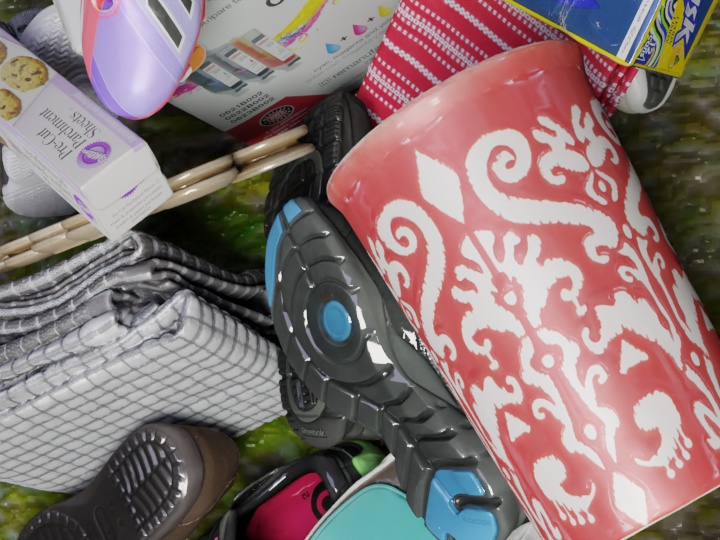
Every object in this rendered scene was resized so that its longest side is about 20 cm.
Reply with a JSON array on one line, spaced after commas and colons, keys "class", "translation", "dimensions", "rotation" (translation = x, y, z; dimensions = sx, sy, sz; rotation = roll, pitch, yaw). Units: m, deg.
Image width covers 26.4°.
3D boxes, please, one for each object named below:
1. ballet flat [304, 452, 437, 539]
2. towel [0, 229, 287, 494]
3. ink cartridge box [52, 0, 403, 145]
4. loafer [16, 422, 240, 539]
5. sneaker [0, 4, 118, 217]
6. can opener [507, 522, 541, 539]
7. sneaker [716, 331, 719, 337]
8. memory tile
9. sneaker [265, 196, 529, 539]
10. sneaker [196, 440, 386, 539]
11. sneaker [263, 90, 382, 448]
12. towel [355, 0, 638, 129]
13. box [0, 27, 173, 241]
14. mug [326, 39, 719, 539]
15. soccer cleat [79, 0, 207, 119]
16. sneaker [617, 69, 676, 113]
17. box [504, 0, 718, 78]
[{"class": "ballet flat", "translation": [0.033, 0.121, 0.808], "dimensions": [0.069, 0.069, 0.201], "rotation": [33, 81, 28]}, {"class": "towel", "translation": [-0.144, 0.052, 0.869], "dimensions": [0.199, 0.165, 0.086], "rotation": [-26, 64, 19]}, {"class": "ink cartridge box", "translation": [-0.074, -0.185, 0.861], "dimensions": [0.144, 0.200, 0.146], "rotation": [-30, 68, 18]}, {"class": "loafer", "translation": [-0.133, 0.155, 0.891], "dimensions": [0.200, 0.071, 0.074], "rotation": [-40, 66, 37]}, {"class": "sneaker", "translation": [-0.191, -0.124, 0.932], "dimensions": [0.075, 0.200, 0.115], "rotation": [-5, 63, -19]}, {"class": "can opener", "translation": [0.112, 0.113, 0.796], "dimensions": [0.201, 0.066, 0.053], "rotation": [-56, 27, 3]}, {"class": "sneaker", "translation": [0.242, 0.091, 0.701], "dimensions": [0.060, 0.104, 0.200], "rotation": [-43, 64, 11]}, {"class": "memory tile", "translation": [-0.125, -0.036, 0.857], "dimensions": [0.199, 0.152, 0.017], "rotation": [-14, 100, 57]}, {"class": "sneaker", "translation": [0.025, 0.045, 0.764], "dimensions": [0.201, 0.081, 0.073], "rotation": [55, 136, 15]}, {"class": "sneaker", "translation": [-0.069, 0.162, 0.853], "dimensions": [0.200, 0.084, 0.077], "rotation": [-46, 63, 11]}, {"class": "sneaker", "translation": [0.000, 0.000, 0.852], "dimensions": [0.076, 0.090, 0.202], "rotation": [-21, 66, 54]}, {"class": "towel", "translation": [0.063, -0.096, 0.821], "dimensions": [0.145, 0.022, 0.201], "rotation": [46, 129, 24]}, {"class": "box", "translation": [-0.167, -0.081, 0.778], "dimensions": [0.041, 0.039, 0.200], "rotation": [-39, 47, -14]}, {"class": "mug", "translation": [0.103, 0.014, 0.698], "dimensions": [0.133, 0.177, 0.201], "rotation": [-41, 72, 43]}, {"class": "soccer cleat", "translation": [-0.108, -0.175, 0.723], "dimensions": [0.066, 0.076, 0.202], "rotation": [5, 84, 25]}, {"class": "sneaker", "translation": [0.112, -0.164, 0.844], "dimensions": [0.081, 0.075, 0.202], "rotation": [-34, 61, 28]}, {"class": "box", "translation": [0.076, -0.166, 0.730], "dimensions": [0.199, 0.064, 0.071], "rotation": [35, 109, 29]}]
